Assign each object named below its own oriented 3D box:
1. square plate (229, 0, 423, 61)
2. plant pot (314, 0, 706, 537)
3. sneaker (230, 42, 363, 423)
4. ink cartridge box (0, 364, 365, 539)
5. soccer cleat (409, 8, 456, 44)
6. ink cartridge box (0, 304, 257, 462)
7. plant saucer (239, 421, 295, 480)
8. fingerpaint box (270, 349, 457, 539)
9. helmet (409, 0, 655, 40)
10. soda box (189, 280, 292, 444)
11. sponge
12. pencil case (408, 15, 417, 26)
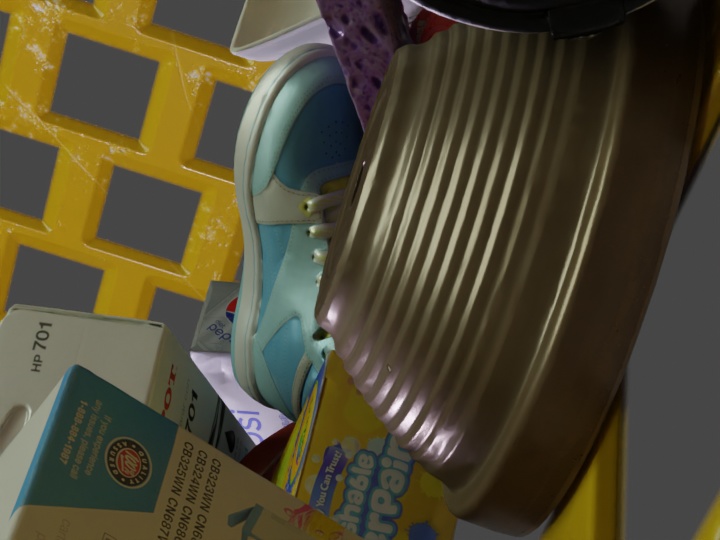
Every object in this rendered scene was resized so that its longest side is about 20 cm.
[{"bbox_3d":[0.031,-0.176,1.089,0.200,0.197,0.029,-83,-29,-64],"label":"square plate"},{"bbox_3d":[0.042,-0.018,0.691,0.201,0.092,0.202,-162,90,-86],"label":"plant pot"},{"bbox_3d":[0.000,0.000,0.956,0.130,0.079,0.201,37,134,45],"label":"sneaker"},{"bbox_3d":[-0.051,0.154,0.635,0.125,0.199,0.129,-48,18,34],"label":"ink cartridge box"},{"bbox_3d":[0.055,-0.091,0.900,0.200,0.076,0.067,-81,9,-62],"label":"soccer cleat"},{"bbox_3d":[-0.122,0.122,0.981,0.200,0.085,0.148,68,-148,-66],"label":"ink cartridge box"},{"bbox_3d":[-0.064,0.187,0.998,0.200,0.036,0.202,-41,-43,-71],"label":"plant saucer"},{"bbox_3d":[-0.017,0.162,0.844,0.167,0.073,0.201,113,172,-61],"label":"fingerpaint box"},{"bbox_3d":[0.047,-0.184,0.616,0.191,0.199,0.201,-92,19,-56],"label":"helmet"},{"bbox_3d":[-0.059,0.101,1.251,0.064,0.068,0.201,-77,-14,-46],"label":"soda box"},{"bbox_3d":[0.017,-0.081,0.933,0.112,0.030,0.201,-81,-28,-72],"label":"sponge"},{"bbox_3d":[0.046,-0.120,1.098,0.200,0.077,0.090,-81,-18,-66],"label":"pencil case"}]
